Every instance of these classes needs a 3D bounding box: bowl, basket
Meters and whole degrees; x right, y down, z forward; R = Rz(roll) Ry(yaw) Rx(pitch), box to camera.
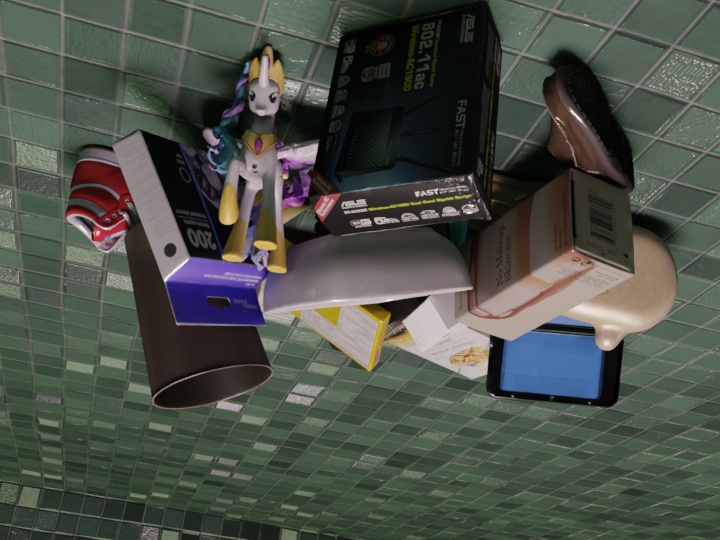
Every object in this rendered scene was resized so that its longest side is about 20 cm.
[{"bbox_3d":[0.000,0.000,1.016,0.198,0.076,0.199,-6,176,-29],"label":"bowl"},{"bbox_3d":[-0.196,0.041,1.066,0.135,0.202,0.180,-21,165,8],"label":"basket"}]

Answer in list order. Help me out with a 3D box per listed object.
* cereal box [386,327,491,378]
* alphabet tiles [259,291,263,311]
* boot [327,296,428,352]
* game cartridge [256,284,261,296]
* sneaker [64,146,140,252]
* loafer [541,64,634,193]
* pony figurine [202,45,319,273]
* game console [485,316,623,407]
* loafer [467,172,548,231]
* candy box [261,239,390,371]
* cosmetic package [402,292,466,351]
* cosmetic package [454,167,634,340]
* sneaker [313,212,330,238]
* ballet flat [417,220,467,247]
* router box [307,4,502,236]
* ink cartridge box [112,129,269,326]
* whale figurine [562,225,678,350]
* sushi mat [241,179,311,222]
[{"bbox_3d":[0.158,0.111,1.444,0.199,0.040,0.143,25,147,-32],"label":"cereal box"},{"bbox_3d":[-0.127,0.023,1.353,0.199,0.015,0.195,24,148,-36],"label":"alphabet tiles"},{"bbox_3d":[0.063,0.059,1.274,0.199,0.074,0.150,-32,158,32],"label":"boot"},{"bbox_3d":[-0.198,0.023,1.222,0.199,0.135,0.041,-19,146,42],"label":"game cartridge"},{"bbox_3d":[-0.252,-0.069,1.100,0.197,0.114,0.071,14,152,-6],"label":"sneaker"},{"bbox_3d":[0.221,-0.129,0.931,0.070,0.074,0.200,-11,148,28],"label":"loafer"},{"bbox_3d":[-0.097,-0.106,0.954,0.164,0.203,0.193,4,167,2],"label":"pony figurine"},{"bbox_3d":[0.289,0.108,1.326,0.197,0.118,0.176,4,153,3],"label":"game console"},{"bbox_3d":[0.167,-0.068,1.068,0.197,0.068,0.076,3,153,7],"label":"loafer"},{"bbox_3d":[-0.050,0.040,1.209,0.199,0.026,0.103,35,142,20],"label":"candy box"},{"bbox_3d":[0.153,0.028,1.151,0.199,0.051,0.083,-27,167,-30],"label":"cosmetic package"},{"bbox_3d":[0.192,-0.012,0.988,0.086,0.105,0.200,18,147,-23],"label":"cosmetic package"},{"bbox_3d":[0.003,-0.029,1.188,0.089,0.067,0.200,-5,154,16],"label":"sneaker"},{"bbox_3d":[0.082,-0.108,0.993,0.075,0.068,0.202,22,138,22],"label":"ballet flat"},{"bbox_3d":[0.044,-0.134,0.820,0.148,0.202,0.062,-6,146,22],"label":"router box"},{"bbox_3d":[-0.164,-0.039,0.989,0.043,0.202,0.198,-25,169,17],"label":"ink cartridge box"},{"bbox_3d":[0.283,0.019,1.126,0.197,0.161,0.104,-13,176,-1],"label":"whale figurine"},{"bbox_3d":[-0.156,-0.067,1.201,0.095,0.012,0.199,23,149,-29],"label":"sushi mat"}]
